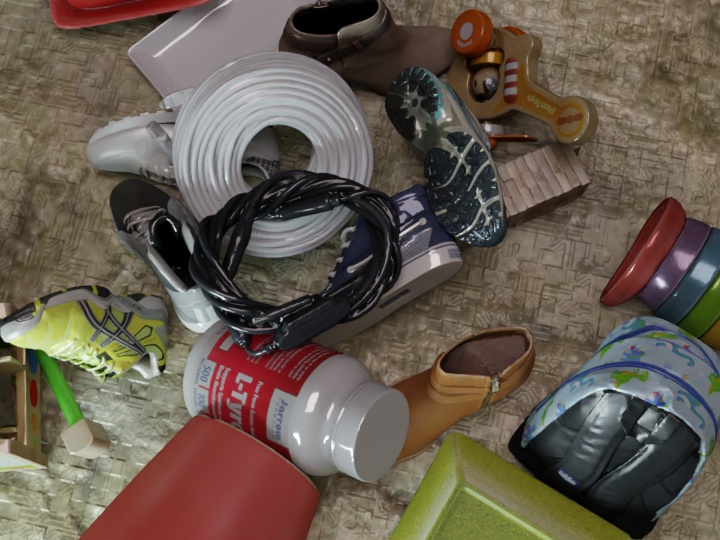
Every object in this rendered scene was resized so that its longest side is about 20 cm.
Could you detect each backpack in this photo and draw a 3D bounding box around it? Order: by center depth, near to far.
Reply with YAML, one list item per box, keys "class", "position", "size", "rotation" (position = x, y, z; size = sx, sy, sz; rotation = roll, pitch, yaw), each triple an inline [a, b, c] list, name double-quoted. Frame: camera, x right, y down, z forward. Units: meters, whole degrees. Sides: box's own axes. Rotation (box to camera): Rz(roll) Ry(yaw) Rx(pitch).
- class: "backpack"
  position: [0.243, 0.136, 1.059]
  size: [0.162, 0.200, 0.154]
  rotation: [33, 69, 10]

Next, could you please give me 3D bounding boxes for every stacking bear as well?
- class: "stacking bear"
  position: [0.353, 0.029, 1.137]
  size: [0.199, 0.114, 0.122]
  rotation: [34, 78, 5]

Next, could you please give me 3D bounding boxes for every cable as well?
- class: "cable"
  position: [-0.056, -0.018, 1.091]
  size: [0.199, 0.051, 0.164]
  rotation: [-31, 65, -14]
- class: "cable"
  position: [-0.084, -0.113, 1.152]
  size: [0.199, 0.069, 0.201]
  rotation: [-30, 114, -1]

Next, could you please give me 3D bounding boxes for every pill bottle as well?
- class: "pill bottle"
  position: [-0.058, 0.120, 1.080]
  size: [0.199, 0.112, 0.113]
  rotation: [17, 74, 34]

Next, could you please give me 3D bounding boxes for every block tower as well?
- class: "block tower"
  position: [0.138, -0.069, 1.192]
  size: [0.198, 0.054, 0.058]
  rotation: [-26, 77, -5]

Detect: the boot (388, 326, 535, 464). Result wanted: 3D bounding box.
- class: "boot"
  position: [0.071, 0.111, 1.093]
  size: [0.199, 0.155, 0.074]
  rotation: [-30, 76, -6]

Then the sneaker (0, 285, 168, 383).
- class: "sneaker"
  position: [-0.246, 0.062, 1.100]
  size: [0.075, 0.199, 0.077]
  rotation: [-24, 74, 32]

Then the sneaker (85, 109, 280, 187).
- class: "sneaker"
  position: [-0.182, -0.117, 1.204]
  size: [0.197, 0.076, 0.082]
  rotation: [-7, 83, -2]

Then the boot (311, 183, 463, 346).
- class: "boot"
  position: [0.000, 0.000, 1.154]
  size: [0.199, 0.073, 0.091]
  rotation: [-29, 70, 14]

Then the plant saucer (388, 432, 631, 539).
- class: "plant saucer"
  position: [0.119, 0.284, 1.077]
  size: [0.199, 0.048, 0.201]
  rotation: [30, 92, 9]

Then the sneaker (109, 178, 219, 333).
- class: "sneaker"
  position: [-0.192, -0.040, 1.148]
  size: [0.075, 0.116, 0.200]
  rotation: [-35, 64, -12]

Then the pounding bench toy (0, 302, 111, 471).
- class: "pounding bench toy"
  position: [-0.340, 0.106, 1.122]
  size: [0.197, 0.124, 0.158]
  rotation: [-4, 75, 0]

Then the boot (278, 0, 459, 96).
- class: "boot"
  position: [0.015, -0.235, 1.192]
  size: [0.198, 0.146, 0.071]
  rotation: [-17, 73, -4]

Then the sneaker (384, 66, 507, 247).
- class: "sneaker"
  position: [0.103, -0.111, 1.139]
  size: [0.077, 0.086, 0.202]
  rotation: [-39, 61, 32]

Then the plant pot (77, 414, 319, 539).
- class: "plant pot"
  position: [-0.139, 0.242, 1.056]
  size: [0.199, 0.201, 0.178]
  rotation: [29, 69, 9]

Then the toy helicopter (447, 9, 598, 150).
- class: "toy helicopter"
  position: [0.156, -0.168, 1.179]
  size: [0.200, 0.078, 0.133]
  rotation: [38, 109, 44]

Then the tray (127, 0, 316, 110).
- class: "tray"
  position: [-0.142, -0.253, 1.265]
  size: [0.199, 0.022, 0.108]
  rotation: [-39, 77, -8]

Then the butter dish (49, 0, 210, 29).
- class: "butter dish"
  position: [-0.259, -0.377, 1.228]
  size: [0.197, 0.148, 0.202]
  rotation: [-8, 75, 10]
